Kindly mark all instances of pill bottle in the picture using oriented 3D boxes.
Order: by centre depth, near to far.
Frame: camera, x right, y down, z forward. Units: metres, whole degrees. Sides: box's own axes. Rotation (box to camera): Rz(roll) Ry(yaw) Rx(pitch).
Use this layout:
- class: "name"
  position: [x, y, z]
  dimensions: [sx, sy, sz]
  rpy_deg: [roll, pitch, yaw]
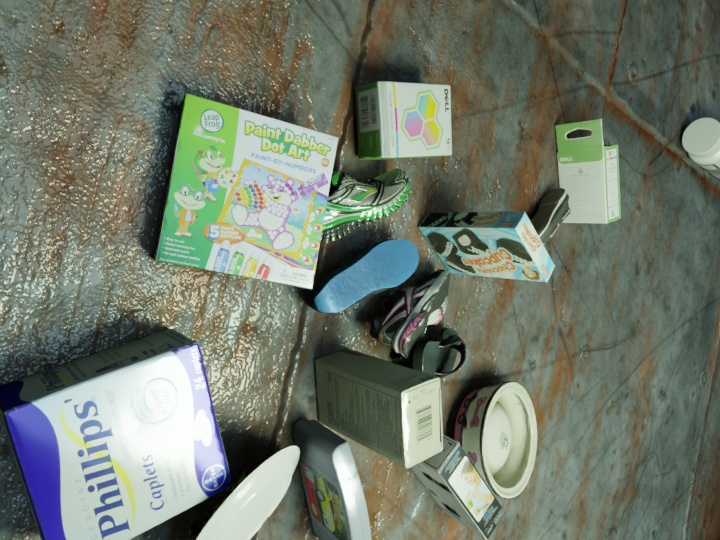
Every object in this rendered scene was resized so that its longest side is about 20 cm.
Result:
- class: "pill bottle"
  position: [0.935, -0.322, 1.505]
  dimensions: [0.198, 0.113, 0.116]
  rpy_deg: [14, 87, -38]

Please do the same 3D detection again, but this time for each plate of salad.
- class: "plate of salad"
  position: [-0.153, 0.300, 0.732]
  dimensions: [0.200, 0.048, 0.201]
  rpy_deg: [-45, 158, -23]

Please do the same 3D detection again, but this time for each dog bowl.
- class: "dog bowl"
  position: [0.245, 0.304, 1.045]
  dimensions: [0.198, 0.073, 0.205]
  rpy_deg: [7, 80, -47]

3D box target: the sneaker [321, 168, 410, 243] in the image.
- class: "sneaker"
  position: [-0.007, -0.109, 0.821]
  dimensions: [0.198, 0.077, 0.087]
  rpy_deg: [-28, 110, -32]

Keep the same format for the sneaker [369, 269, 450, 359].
- class: "sneaker"
  position: [0.080, 0.051, 0.910]
  dimensions: [0.200, 0.085, 0.082]
  rpy_deg: [-41, 142, -51]

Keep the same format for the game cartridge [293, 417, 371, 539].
- class: "game cartridge"
  position: [-0.038, 0.322, 0.811]
  dimensions: [0.040, 0.132, 0.204]
  rpy_deg: [-19, 106, -34]

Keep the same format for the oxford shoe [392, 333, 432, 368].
- class: "oxford shoe"
  position: [0.081, 0.200, 0.929]
  dimensions: [0.084, 0.072, 0.203]
  rpy_deg: [32, 77, -39]

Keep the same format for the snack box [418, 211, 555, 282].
- class: "snack box"
  position: [0.196, -0.039, 0.909]
  dimensions: [0.117, 0.198, 0.037]
  rpy_deg: [50, 65, -29]

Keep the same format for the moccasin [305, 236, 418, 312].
- class: "moccasin"
  position: [0.000, 0.000, 0.848]
  dimensions: [0.198, 0.068, 0.082]
  rpy_deg: [-21, 100, -35]

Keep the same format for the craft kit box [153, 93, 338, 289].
- class: "craft kit box"
  position: [-0.138, -0.092, 0.714]
  dimensions: [0.197, 0.048, 0.202]
  rpy_deg: [10, 86, -23]

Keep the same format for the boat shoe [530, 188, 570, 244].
- class: "boat shoe"
  position: [0.358, -0.081, 1.114]
  dimensions: [0.200, 0.066, 0.057]
  rpy_deg: [-49, 116, -27]

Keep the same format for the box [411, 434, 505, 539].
- class: "box"
  position: [0.152, 0.355, 0.974]
  dimensions: [0.060, 0.116, 0.201]
  rpy_deg: [-45, 121, -22]

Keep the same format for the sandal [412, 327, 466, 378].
- class: "sandal"
  position: [0.135, 0.138, 0.904]
  dimensions: [0.200, 0.047, 0.077]
  rpy_deg: [-8, 98, -65]

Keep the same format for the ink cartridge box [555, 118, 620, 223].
- class: "ink cartridge box"
  position: [0.460, -0.199, 1.156]
  dimensions: [0.059, 0.103, 0.204]
  rpy_deg: [-18, 105, -35]

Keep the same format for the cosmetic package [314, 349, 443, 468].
- class: "cosmetic package"
  position: [0.020, 0.183, 0.798]
  dimensions: [0.070, 0.198, 0.107]
  rpy_deg: [-10, 103, -36]

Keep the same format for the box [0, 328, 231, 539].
- class: "box"
  position: [-0.267, 0.188, 0.636]
  dimensions: [0.198, 0.104, 0.188]
  rpy_deg: [-19, 106, -34]

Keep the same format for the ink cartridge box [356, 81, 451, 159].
- class: "ink cartridge box"
  position: [0.089, -0.229, 0.883]
  dimensions: [0.197, 0.059, 0.106]
  rpy_deg: [-10, 101, -36]
